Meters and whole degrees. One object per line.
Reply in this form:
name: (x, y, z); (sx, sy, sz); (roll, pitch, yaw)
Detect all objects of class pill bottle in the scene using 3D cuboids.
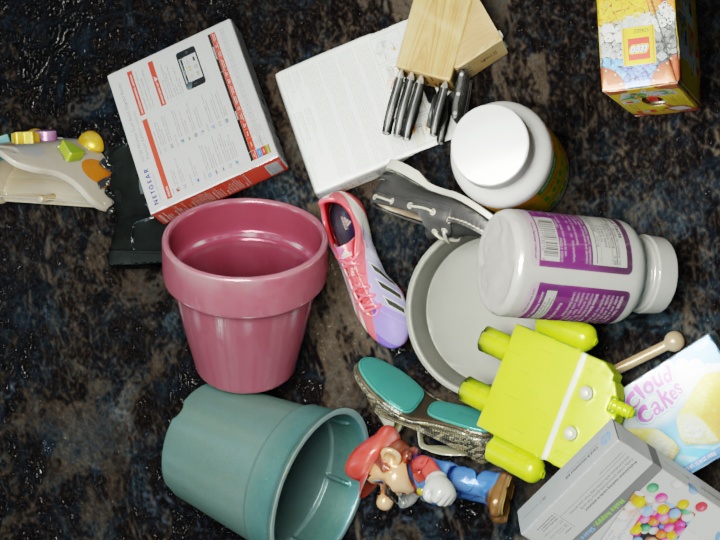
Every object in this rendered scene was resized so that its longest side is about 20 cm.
pill bottle: (0.159, -0.119, 1.279); (0.109, 0.200, 0.113); (-1, 86, 18)
pill bottle: (0.232, -0.002, 1.259); (0.196, 0.112, 0.115); (5, 93, -19)

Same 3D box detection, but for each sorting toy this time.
sorting toy: (-0.444, -0.139, 1.559); (0.197, 0.179, 0.109); (5, 92, 23)

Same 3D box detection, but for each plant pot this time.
plant pot: (-0.138, 0.037, 1.418); (0.197, 0.200, 0.182); (17, 124, 22)
plant pot: (-0.122, 0.235, 1.424); (0.194, 0.199, 0.204); (16, 96, 30)

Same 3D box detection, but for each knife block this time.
knife block: (0.074, -0.255, 1.379); (0.174, 0.064, 0.202); (-30, 80, 9)

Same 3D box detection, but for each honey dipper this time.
honey dipper: (0.273, 0.121, 1.329); (0.198, 0.038, 0.038); (-28, 80, 17)

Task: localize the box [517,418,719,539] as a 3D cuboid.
box: (0.290, 0.265, 1.249); (0.198, 0.041, 0.156); (33, 115, -18)

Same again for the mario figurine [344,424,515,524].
mario figurine: (0.073, 0.257, 1.363); (0.197, 0.106, 0.125); (12, 127, 18)

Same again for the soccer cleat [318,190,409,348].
soccer cleat: (0.000, 0.000, 1.422); (0.066, 0.076, 0.203); (-23, 81, 21)

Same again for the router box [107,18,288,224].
router box: (-0.206, -0.188, 1.488); (0.177, 0.049, 0.203); (-22, 74, 7)

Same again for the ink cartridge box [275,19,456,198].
ink cartridge box: (0.012, -0.200, 1.444); (0.197, 0.050, 0.165); (-20, 82, 5)

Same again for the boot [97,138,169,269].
boot: (-0.250, -0.087, 1.538); (0.195, 0.073, 0.166); (-1, 84, 22)

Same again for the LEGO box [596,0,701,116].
LEGO box: (0.300, -0.249, 1.223); (0.076, 0.199, 0.152); (-3, 88, 22)

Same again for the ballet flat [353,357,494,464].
ballet flat: (0.072, 0.176, 1.404); (0.197, 0.068, 0.076); (24, 125, 20)

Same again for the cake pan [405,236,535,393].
cake pan: (0.149, 0.047, 1.378); (0.197, 0.037, 0.204); (0, 90, 23)

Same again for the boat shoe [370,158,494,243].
boat shoe: (0.090, -0.064, 1.349); (0.199, 0.074, 0.061); (31, 87, 34)

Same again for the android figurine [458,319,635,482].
android figurine: (0.204, 0.139, 1.292); (0.198, 0.041, 0.185); (25, 94, 34)

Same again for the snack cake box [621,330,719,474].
snack cake box: (0.328, 0.167, 1.285); (0.199, 0.067, 0.116); (-36, 78, 20)
